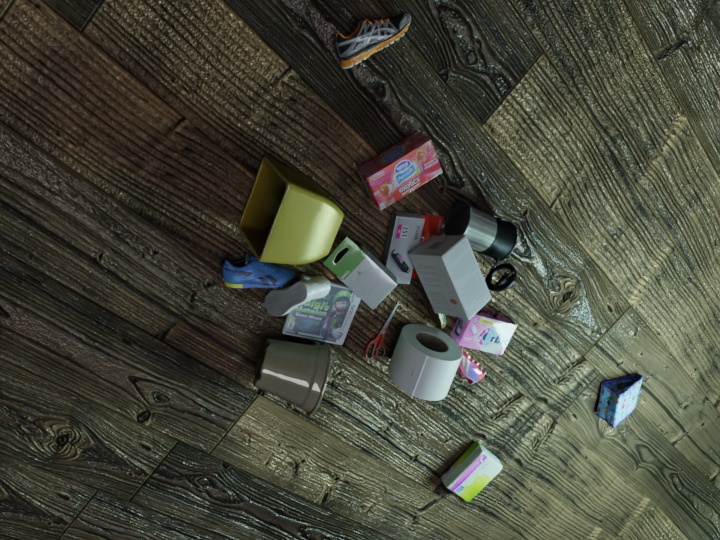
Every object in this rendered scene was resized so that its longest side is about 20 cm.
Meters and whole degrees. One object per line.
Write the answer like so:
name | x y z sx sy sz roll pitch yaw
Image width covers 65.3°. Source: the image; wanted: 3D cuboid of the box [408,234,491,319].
box | 0.248 0.015 1.558 0.105 0.151 0.204 -36 111 -24

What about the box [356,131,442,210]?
box | 0.101 -0.260 1.460 0.197 0.096 0.101 -31 121 -4

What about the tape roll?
tape roll | 0.194 0.274 1.696 0.197 0.203 0.143 9 113 -24

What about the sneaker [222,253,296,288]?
sneaker | -0.262 -0.001 1.470 0.194 0.066 0.081 -1 112 -20

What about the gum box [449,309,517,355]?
gum box | 0.391 0.191 1.807 0.195 0.066 0.116 14 110 -26

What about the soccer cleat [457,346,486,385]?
soccer cleat | 0.341 0.310 1.851 0.076 0.067 0.199 -42 124 9

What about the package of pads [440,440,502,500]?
package of pads | 0.417 0.752 2.091 0.200 0.068 0.154 -46 121 6

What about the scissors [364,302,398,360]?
scissors | 0.063 0.187 1.713 0.071 0.014 0.205 5 114 -21

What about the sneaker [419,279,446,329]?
sneaker | 0.246 0.083 1.699 0.089 0.067 0.203 -33 127 -13

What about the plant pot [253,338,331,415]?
plant pot | -0.197 0.279 1.573 0.179 0.201 0.205 18 108 -15

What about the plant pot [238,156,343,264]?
plant pot | -0.158 -0.130 1.379 0.196 0.194 0.199 14 110 -35

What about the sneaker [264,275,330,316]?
sneaker | -0.164 0.068 1.509 0.114 0.197 0.076 -13 86 -47

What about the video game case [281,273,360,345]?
video game case | -0.108 0.116 1.609 0.195 0.023 0.186 14 109 -26

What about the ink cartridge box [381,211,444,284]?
ink cartridge box | 0.152 -0.060 1.609 0.168 0.044 0.205 3 114 -20

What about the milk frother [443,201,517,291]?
milk frother | 0.344 -0.064 1.589 0.184 0.201 0.184 17 113 -26

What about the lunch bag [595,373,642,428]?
lunch bag | 1.032 0.497 2.194 0.195 0.094 0.155 -13 117 -25

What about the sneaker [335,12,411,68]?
sneaker | 0.029 -0.551 1.305 0.197 0.078 0.078 -32 113 -4

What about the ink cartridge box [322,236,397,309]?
ink cartridge box | 0.000 0.000 1.553 0.199 0.060 0.104 42 105 -15
